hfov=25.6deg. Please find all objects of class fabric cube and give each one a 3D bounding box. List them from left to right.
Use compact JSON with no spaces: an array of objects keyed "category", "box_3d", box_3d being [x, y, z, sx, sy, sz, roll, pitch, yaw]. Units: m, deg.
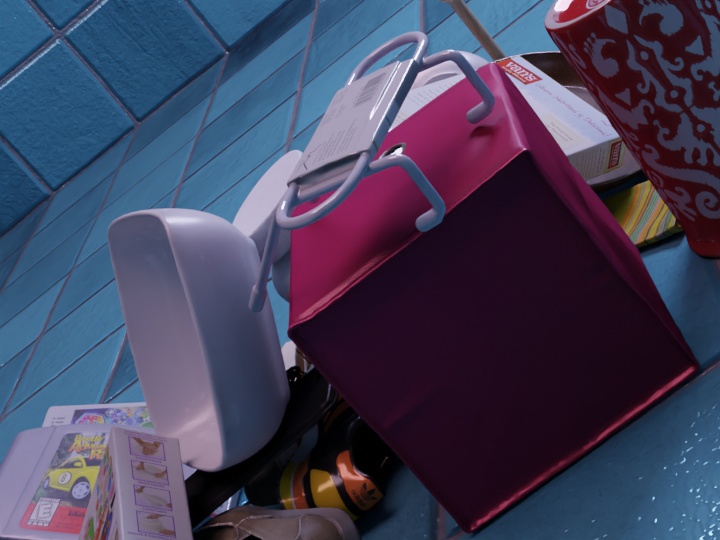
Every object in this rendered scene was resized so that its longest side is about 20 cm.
[{"category":"fabric cube","box_3d":[0.080,0.012,1.083,0.196,0.200,0.200,-36,19,13]}]

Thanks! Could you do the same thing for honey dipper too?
[{"category":"honey dipper","box_3d":[0.133,-0.187,1.441,0.038,0.200,0.038,-35,18,13]}]

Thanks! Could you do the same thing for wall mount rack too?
[{"category":"wall mount rack","box_3d":[-0.008,-0.061,1.012,0.173,0.075,0.200,-21,29,37]}]

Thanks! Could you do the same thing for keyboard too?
[{"category":"keyboard","box_3d":[-0.080,0.131,1.231,0.200,0.021,0.127,-41,20,24]}]

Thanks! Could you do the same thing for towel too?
[{"category":"towel","box_3d":[0.188,-0.032,1.262,0.199,0.018,0.086,-24,24,45]}]

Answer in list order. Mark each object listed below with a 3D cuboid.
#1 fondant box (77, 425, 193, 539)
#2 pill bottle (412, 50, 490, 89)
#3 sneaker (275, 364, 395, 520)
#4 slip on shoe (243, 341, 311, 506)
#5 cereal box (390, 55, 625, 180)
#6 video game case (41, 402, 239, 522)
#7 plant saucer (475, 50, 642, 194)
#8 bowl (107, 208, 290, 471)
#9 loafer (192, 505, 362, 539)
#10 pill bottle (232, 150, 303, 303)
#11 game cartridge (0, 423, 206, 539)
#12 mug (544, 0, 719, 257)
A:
[{"category":"fondant box","box_3d":[-0.168,0.231,1.155,0.200,0.058,0.145,-113,38,-58]},{"category":"pill bottle","box_3d":[0.092,-0.155,1.524,0.111,0.111,0.200,-38,0,9]},{"category":"sneaker","box_3d":[0.000,0.123,1.225,0.090,0.070,0.201,-24,27,26]},{"category":"slip on shoe","box_3d":[-0.060,0.127,1.326,0.060,0.076,0.200,-29,28,16]},{"category":"cereal box","box_3d":[0.093,-0.102,1.264,0.199,0.040,0.144,-20,43,-28]},{"category":"video game case","box_3d":[-0.198,0.171,1.399,0.199,0.018,0.144,-4,40,12]},{"category":"plant saucer","box_3d":[0.164,-0.119,1.345,0.199,0.032,0.201,-2,40,2]},{"category":"bowl","box_3d":[-0.119,0.047,1.210,0.074,0.201,0.200,-14,4,-22]},{"category":"loafer","box_3d":[-0.083,0.208,1.139,0.069,0.076,0.200,-10,-9,-42]},{"category":"pill bottle","box_3d":[0.000,0.000,1.256,0.110,0.200,0.110,-45,21,22]},{"category":"game cartridge","box_3d":[-0.223,0.189,1.342,0.199,0.041,0.133,2,40,17]},{"category":"mug","box_3d":[0.223,-0.131,1.118,0.133,0.200,0.178,-42,18,-1]}]
